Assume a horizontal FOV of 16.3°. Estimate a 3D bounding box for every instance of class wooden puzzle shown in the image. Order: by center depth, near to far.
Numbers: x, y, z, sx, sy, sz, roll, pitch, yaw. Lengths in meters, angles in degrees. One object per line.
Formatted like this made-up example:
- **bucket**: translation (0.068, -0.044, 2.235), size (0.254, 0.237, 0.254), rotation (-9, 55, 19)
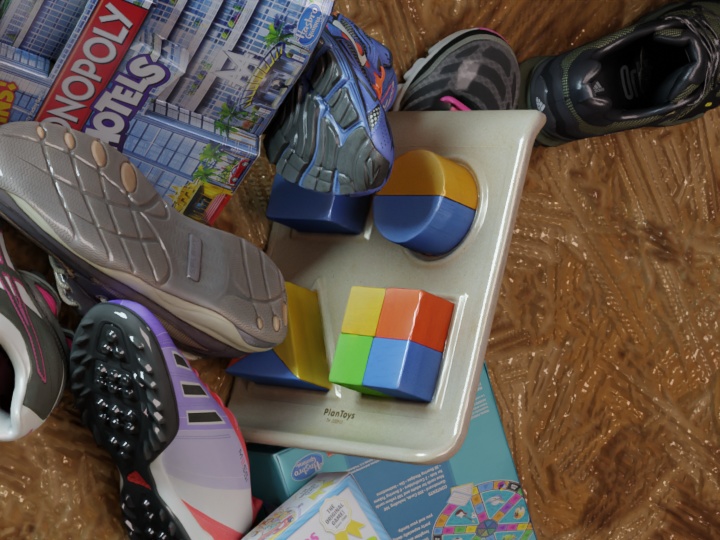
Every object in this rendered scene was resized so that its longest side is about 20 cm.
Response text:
- **wooden puzzle**: translation (0.000, 0.000, 1.353), size (0.046, 0.185, 0.200), rotation (27, 74, -40)

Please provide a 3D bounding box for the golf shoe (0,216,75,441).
- **golf shoe**: translation (-0.211, -0.005, 1.272), size (0.077, 0.088, 0.200), rotation (-31, 107, 14)

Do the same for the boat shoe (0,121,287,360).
- **boat shoe**: translation (-0.127, -0.003, 1.306), size (0.200, 0.073, 0.075), rotation (35, 40, -30)

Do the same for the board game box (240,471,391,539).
- **board game box**: translation (-0.048, 0.219, 1.343), size (0.200, 0.034, 0.134), rotation (-38, 105, -30)

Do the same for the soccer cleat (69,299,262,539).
- **soccer cleat**: translation (-0.099, 0.082, 1.334), size (0.073, 0.068, 0.200), rotation (-47, 139, -34)

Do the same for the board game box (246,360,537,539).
- **board game box**: translation (0.029, 0.170, 1.449), size (0.151, 0.047, 0.200), rotation (-22, 100, -30)

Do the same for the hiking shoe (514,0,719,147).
- **hiking shoe**: translation (0.189, -0.119, 1.522), size (0.200, 0.101, 0.076), rotation (-23, 101, -30)

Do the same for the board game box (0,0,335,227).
- **board game box**: translation (-0.142, -0.109, 1.288), size (0.200, 0.200, 0.062), rotation (18, 46, -18)

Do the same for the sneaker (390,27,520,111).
- **sneaker**: translation (0.047, -0.054, 1.441), size (0.074, 0.087, 0.200), rotation (40, 70, -24)

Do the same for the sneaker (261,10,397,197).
- **sneaker**: translation (-0.011, -0.099, 1.345), size (0.078, 0.200, 0.075), rotation (13, 117, -23)
